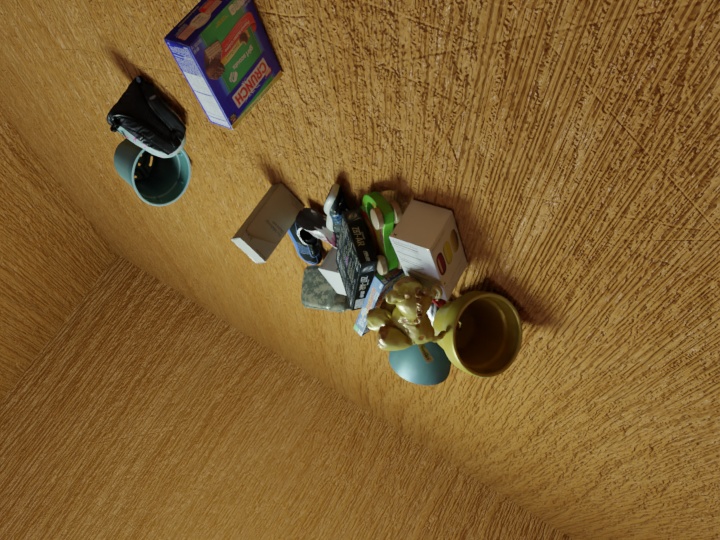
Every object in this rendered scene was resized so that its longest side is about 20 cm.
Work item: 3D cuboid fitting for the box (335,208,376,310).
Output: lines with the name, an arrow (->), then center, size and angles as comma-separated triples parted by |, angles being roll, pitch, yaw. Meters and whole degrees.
box -> -0.015, -0.023, 1.490 | 0.202, 0.042, 0.163 | 101, 155, -53

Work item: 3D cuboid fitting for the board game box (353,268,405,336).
board game box -> 0.061, 0.066, 1.520 | 0.034, 0.134, 0.203 | 42, 138, 21

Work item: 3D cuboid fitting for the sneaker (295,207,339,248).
sneaker -> -0.079, -0.111, 1.652 | 0.197, 0.082, 0.086 | 31, 177, 15

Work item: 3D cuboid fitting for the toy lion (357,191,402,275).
toy lion -> 0.037, -0.099, 1.434 | 0.192, 0.067, 0.204 | -127, 24, -49

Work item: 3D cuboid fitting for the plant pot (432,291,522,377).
plant pot -> 0.276, 0.150, 1.509 | 0.200, 0.203, 0.188 | 40, 171, -16

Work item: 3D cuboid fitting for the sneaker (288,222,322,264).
sneaker -> -0.156, -0.081, 1.804 | 0.077, 0.071, 0.201 | 22, 155, 39

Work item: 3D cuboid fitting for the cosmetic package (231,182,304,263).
cosmetic package -> -0.255, -0.132, 1.663 | 0.103, 0.203, 0.072 | 42, 157, -25

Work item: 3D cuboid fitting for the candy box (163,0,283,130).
candy box -> -0.253, -0.403, 1.139 | 0.076, 0.171, 0.202 | 25, 158, 27

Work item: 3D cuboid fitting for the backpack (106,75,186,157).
backpack -> -0.572, -0.406, 1.649 | 0.198, 0.169, 0.126 | 36, 178, -16

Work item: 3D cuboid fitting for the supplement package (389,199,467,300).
supplement package -> 0.158, -0.044, 1.362 | 0.108, 0.115, 0.201 | 20, 156, 32

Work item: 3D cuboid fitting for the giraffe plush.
giraffe plush -> 0.109, 0.089, 1.376 | 0.199, 0.170, 0.165 | 38, 145, 38

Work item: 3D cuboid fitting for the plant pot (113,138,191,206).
plant pot -> -0.672, -0.330, 1.892 | 0.194, 0.202, 0.202 | 25, 159, 38

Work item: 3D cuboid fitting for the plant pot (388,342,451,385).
plant pot -> 0.192, 0.228, 1.820 | 0.196, 0.199, 0.138 | 25, 123, 21

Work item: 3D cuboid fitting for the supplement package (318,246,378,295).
supplement package -> 0.000, 0.000, 1.681 | 0.197, 0.118, 0.118 | 11, 150, 44

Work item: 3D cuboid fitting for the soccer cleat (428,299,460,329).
soccer cleat -> 0.216, 0.123, 1.641 | 0.084, 0.068, 0.203 | -19, 107, 50

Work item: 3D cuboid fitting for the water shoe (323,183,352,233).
water shoe -> -0.044, -0.153, 1.509 | 0.077, 0.073, 0.201 | 21, 163, 7

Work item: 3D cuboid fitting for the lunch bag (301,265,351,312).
lunch bag -> -0.075, 0.060, 1.886 | 0.164, 0.144, 0.198 | 11, 174, -36
